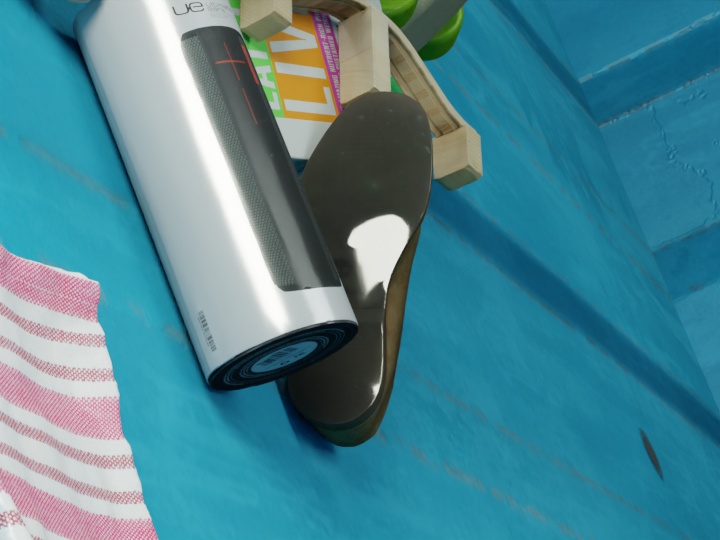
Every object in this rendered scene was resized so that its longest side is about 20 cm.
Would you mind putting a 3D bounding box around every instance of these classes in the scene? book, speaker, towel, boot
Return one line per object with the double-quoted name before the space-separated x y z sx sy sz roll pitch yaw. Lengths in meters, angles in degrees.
"book" -0.047 -0.117 1.475 0.200 0.048 0.134 1 69 -55
"speaker" -0.073 -0.047 1.283 0.201 0.081 0.081 68 12 15
"towel" -0.114 0.074 0.978 0.146 0.030 0.201 37 31 -65
"boot" 0.000 0.000 1.440 0.075 0.073 0.201 64 34 -66

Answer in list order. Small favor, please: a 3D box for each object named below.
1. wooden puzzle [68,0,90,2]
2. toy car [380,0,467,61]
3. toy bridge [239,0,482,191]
"wooden puzzle" -0.199 -0.240 1.247 0.200 0.037 0.185 44 24 -48
"toy car" -0.027 -0.223 1.728 0.200 0.158 0.164 42 -24 10
"toy bridge" 0.001 -0.121 1.484 0.200 0.027 0.067 36 41 -40
